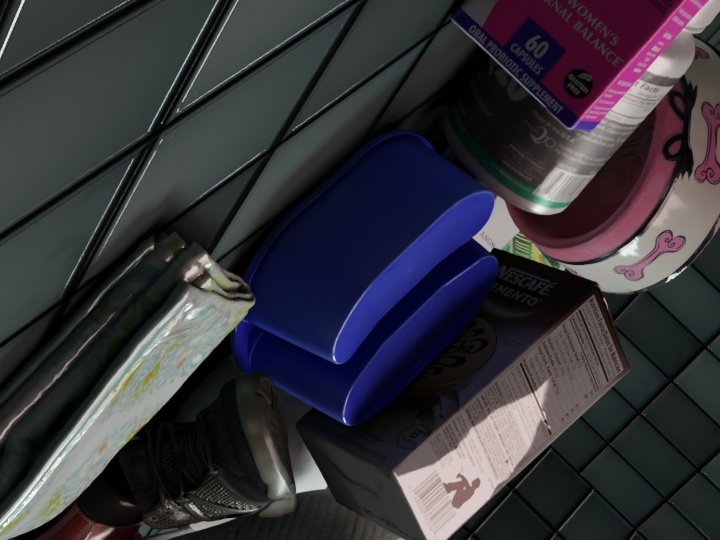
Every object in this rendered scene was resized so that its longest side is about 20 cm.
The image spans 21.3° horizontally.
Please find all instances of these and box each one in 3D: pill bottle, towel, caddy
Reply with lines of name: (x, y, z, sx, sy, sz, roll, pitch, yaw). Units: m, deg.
pill bottle: (0.155, -0.144, 1.301, 0.200, 0.113, 0.113, -51, 172, 28)
towel: (-0.139, 0.068, 1.005, 0.200, 0.048, 0.171, -47, 172, 0)
caddy: (0.000, 0.000, 1.235, 0.200, 0.105, 0.142, -43, 147, -27)

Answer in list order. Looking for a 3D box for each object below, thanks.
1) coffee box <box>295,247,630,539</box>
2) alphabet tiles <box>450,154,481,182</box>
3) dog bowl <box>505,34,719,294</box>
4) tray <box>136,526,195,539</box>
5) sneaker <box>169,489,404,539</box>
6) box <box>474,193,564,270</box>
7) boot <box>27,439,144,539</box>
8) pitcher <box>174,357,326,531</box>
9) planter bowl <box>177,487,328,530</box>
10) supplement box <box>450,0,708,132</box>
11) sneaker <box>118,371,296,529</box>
coffee box: (0.071, 0.084, 1.295, 0.200, 0.080, 0.113, -40, -147, -23)
alphabet tiles: (0.061, -0.040, 1.439, 0.168, 0.007, 0.201, -61, -174, 34)
dog bowl: (0.183, -0.088, 1.398, 0.073, 0.201, 0.200, 16, 126, -36)
tray: (-0.153, 0.237, 1.387, 0.108, 0.022, 0.200, -57, 168, 3)
sneaker: (-0.058, 0.211, 1.318, 0.198, 0.079, 0.080, -11, 125, -21)
box: (0.154, -0.080, 1.543, 0.201, 0.036, 0.144, -57, 143, -8)
boot: (-0.168, 0.178, 1.361, 0.145, 0.072, 0.200, -49, 169, 9)
pitcher: (-0.041, 0.113, 1.388, 0.200, 0.170, 0.122, -56, -150, 37)
planter bowl: (-0.056, 0.197, 1.740, 0.200, 0.199, 0.136, -24, 130, -72)
supplement box: (0.162, -0.190, 1.140, 0.200, 0.101, 0.103, -49, 172, 11)
sneaker: (-0.098, 0.121, 1.220, 0.113, 0.077, 0.200, -9, 164, -6)
